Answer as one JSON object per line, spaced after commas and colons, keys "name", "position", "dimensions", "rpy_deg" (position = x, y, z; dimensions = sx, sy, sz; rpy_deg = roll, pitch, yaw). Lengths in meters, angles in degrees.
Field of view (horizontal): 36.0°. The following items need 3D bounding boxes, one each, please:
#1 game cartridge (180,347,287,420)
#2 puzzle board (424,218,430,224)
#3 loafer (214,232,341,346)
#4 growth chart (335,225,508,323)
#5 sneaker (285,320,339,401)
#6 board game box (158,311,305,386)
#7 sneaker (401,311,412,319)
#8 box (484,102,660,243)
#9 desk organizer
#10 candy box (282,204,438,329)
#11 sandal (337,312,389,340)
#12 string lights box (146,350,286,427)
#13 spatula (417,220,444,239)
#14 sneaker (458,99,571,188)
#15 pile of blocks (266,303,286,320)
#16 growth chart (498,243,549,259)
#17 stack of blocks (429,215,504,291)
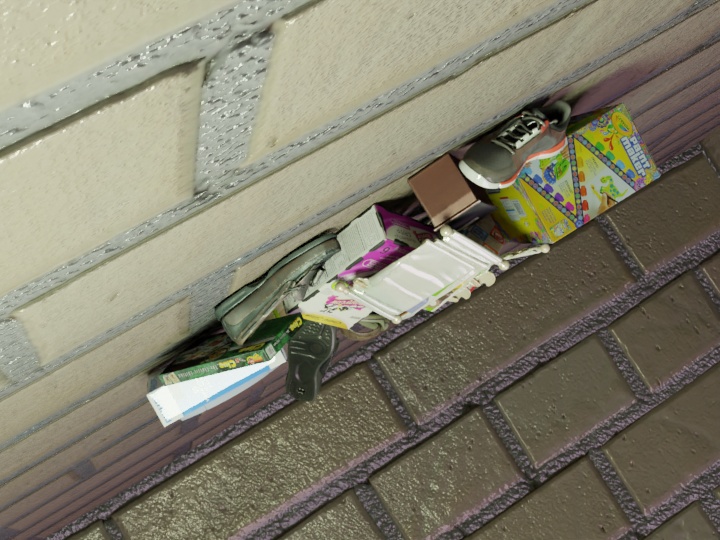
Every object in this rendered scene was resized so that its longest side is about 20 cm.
{"name": "game cartridge", "position": [-0.223, 0.167, 1.783], "dimensions": [0.199, 0.041, 0.133], "rpy_deg": [-30, -155, -21]}
{"name": "puzzle board", "position": [0.069, -0.036, 1.914], "dimensions": [0.150, 0.017, 0.200], "rpy_deg": [-37, 175, -17]}
{"name": "loafer", "position": [-0.100, 0.027, 1.469], "dimensions": [0.199, 0.063, 0.072], "rpy_deg": [-34, 171, 15]}
{"name": "growth chart", "position": [0.086, 0.012, 1.477], "dimensions": [0.199, 0.018, 0.144], "rpy_deg": [-30, 137, 26]}
{"name": "sneaker", "position": [-0.075, 0.115, 1.820], "dimensions": [0.200, 0.076, 0.115], "rpy_deg": [102, 3, -47]}
{"name": "board game box", "position": [-0.179, 0.109, 1.534], "dimensions": [0.199, 0.024, 0.105], "rpy_deg": [-15, -164, 35]}
{"name": "sneaker", "position": [0.056, 0.042, 1.784], "dimensions": [0.084, 0.073, 0.200], "rpy_deg": [-13, 174, -23]}
{"name": "box", "position": [0.297, -0.139, 1.637], "dimensions": [0.192, 0.123, 0.200], "rpy_deg": [-31, -173, -10]}
{"name": "desk organizer", "position": [0.129, -0.102, 1.521], "dimensions": [0.071, 0.077, 0.200], "rpy_deg": [-33, 173, 12]}
{"name": "candy box", "position": [0.000, 0.000, 1.545], "dimensions": [0.200, 0.061, 0.136], "rpy_deg": [-36, 147, 30]}
{"name": "sandal", "position": [0.001, 0.085, 1.757], "dimensions": [0.058, 0.079, 0.201], "rpy_deg": [-66, 162, -4]}
{"name": "string lights box", "position": [-0.215, 0.144, 1.634], "dimensions": [0.199, 0.059, 0.103], "rpy_deg": [-28, -165, -3]}
{"name": "spatula", "position": [0.108, -0.049, 1.604], "dimensions": [0.056, 0.021, 0.200], "rpy_deg": [-12, -155, -27]}
{"name": "sneaker", "position": [0.205, -0.177, 1.456], "dimensions": [0.200, 0.077, 0.082], "rpy_deg": [-33, 155, -38]}
{"name": "pile of blocks", "position": [-0.139, 0.090, 1.737], "dimensions": [0.200, 0.062, 0.082], "rpy_deg": [-36, 172, 28]}
{"name": "growth chart", "position": [0.161, -0.006, 1.596], "dimensions": [0.199, 0.018, 0.145], "rpy_deg": [-16, -178, -25]}
{"name": "stack of blocks", "position": [0.172, -0.062, 1.778], "dimensions": [0.059, 0.115, 0.200], "rpy_deg": [-55, 178, 37]}
